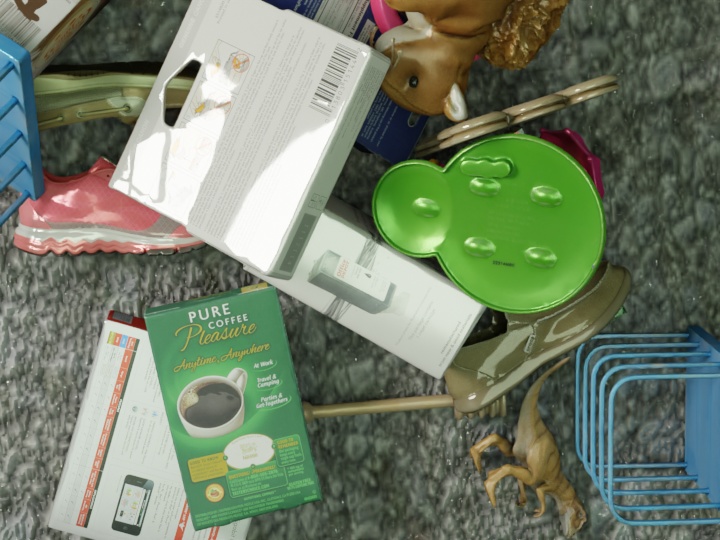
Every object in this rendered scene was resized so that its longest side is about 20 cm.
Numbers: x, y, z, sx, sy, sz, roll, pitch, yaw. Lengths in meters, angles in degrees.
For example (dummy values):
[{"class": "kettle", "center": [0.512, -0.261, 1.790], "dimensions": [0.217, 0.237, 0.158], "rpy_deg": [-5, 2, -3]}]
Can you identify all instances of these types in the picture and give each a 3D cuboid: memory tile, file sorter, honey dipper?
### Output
[{"class": "memory tile", "center": [0.129, -0.131, 1.464], "dimensions": [0.152, 0.200, 0.017], "rpy_deg": [-19, 92, -9]}, {"class": "file sorter", "center": [0.264, 0.137, 1.520], "dimensions": [0.122, 0.200, 0.140], "rpy_deg": [-2, 98, -2]}, {"class": "file sorter", "center": [-0.355, -0.115, 1.397], "dimensions": [0.138, 0.200, 0.123], "rpy_deg": [33, 62, 13]}, {"class": "honey dipper", "center": [0.035, 0.124, 1.582], "dimensions": [0.198, 0.038, 0.038], "rpy_deg": [-5, 98, -2]}]

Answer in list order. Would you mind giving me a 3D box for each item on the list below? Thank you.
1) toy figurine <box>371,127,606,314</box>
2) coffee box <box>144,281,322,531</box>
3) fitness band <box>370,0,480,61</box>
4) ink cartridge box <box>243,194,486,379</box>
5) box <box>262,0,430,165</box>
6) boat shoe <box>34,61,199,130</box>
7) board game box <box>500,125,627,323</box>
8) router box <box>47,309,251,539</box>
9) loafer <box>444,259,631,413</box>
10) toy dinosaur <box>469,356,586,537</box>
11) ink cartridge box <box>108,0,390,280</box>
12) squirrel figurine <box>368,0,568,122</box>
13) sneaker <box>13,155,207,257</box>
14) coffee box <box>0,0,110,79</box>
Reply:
[{"class": "toy figurine", "center": [0.131, -0.065, 1.477], "dimensions": [0.199, 0.184, 0.151], "rpy_deg": [8, 109, 18]}, {"class": "coffee box", "center": [-0.112, 0.118, 1.515], "dimensions": [0.122, 0.044, 0.202], "rpy_deg": [-14, 99, -3]}, {"class": "fitness band", "center": [0.083, -0.279, 1.500], "dimensions": [0.143, 0.037, 0.201], "rpy_deg": [13, 95, -31]}, {"class": "ink cartridge box", "center": [0.000, 0.000, 1.505], "dimensions": [0.199, 0.146, 0.085], "rpy_deg": [31, 97, -8]}, {"class": "box", "center": [-0.015, -0.187, 1.500], "dimensions": [0.199, 0.032, 0.122], "rpy_deg": [31, 82, -31]}, {"class": "boat shoe", "center": [-0.227, -0.147, 1.507], "dimensions": [0.199, 0.073, 0.064], "rpy_deg": [-2, 105, -1]}, {"class": "board game box", "center": [0.153, -0.020, 1.578], "dimensions": [0.104, 0.023, 0.201], "rpy_deg": [-32, 99, -2]}, {"class": "router box", "center": [-0.172, 0.158, 1.563], "dimensions": [0.178, 0.049, 0.201], "rpy_deg": [17, 96, -7]}, {"class": "loafer", "center": [0.155, 0.049, 1.535], "dimensions": [0.200, 0.076, 0.068], "rpy_deg": [-37, 100, -6]}, {"class": "toy dinosaur", "center": [0.156, 0.162, 1.583], "dimensions": [0.106, 0.061, 0.201], "rpy_deg": [-21, 123, -3]}, {"class": "ink cartridge box", "center": [-0.093, -0.120, 1.414], "dimensions": [0.176, 0.045, 0.201], "rpy_deg": [28, 96, 25]}, {"class": "squirrel figurine", "center": [0.097, -0.218, 1.427], "dimensions": [0.199, 0.141, 0.188], "rpy_deg": [4, 106, -30]}, {"class": "sneaker", "center": [-0.208, -0.058, 1.518], "dimensions": [0.198, 0.074, 0.088], "rpy_deg": [-1, 97, -4]}, {"class": "coffee box", "center": [-0.246, -0.254, 1.438], "dimensions": [0.080, 0.114, 0.200], "rpy_deg": [42, 73, -5]}]
